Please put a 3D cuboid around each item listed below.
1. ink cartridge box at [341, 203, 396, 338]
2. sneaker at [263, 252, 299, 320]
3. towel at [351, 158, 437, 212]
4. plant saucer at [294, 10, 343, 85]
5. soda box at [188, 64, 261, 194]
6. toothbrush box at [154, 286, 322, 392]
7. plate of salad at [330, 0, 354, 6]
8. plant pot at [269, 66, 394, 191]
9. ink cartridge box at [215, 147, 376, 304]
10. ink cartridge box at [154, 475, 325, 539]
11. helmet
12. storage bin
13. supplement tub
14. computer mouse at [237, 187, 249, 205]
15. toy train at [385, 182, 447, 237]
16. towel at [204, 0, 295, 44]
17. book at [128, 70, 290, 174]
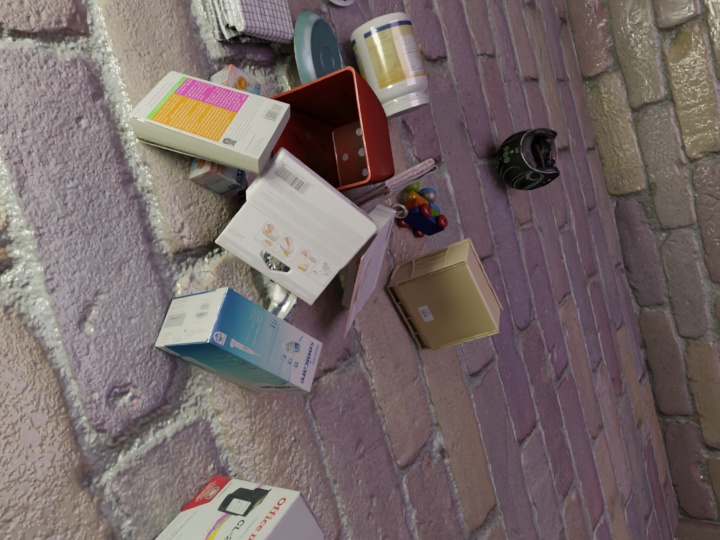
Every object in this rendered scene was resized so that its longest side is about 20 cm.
[{"bbox_3d":[0.000,0.000,1.036,0.176,0.044,0.201,-54,163,-49],"label":"ink cartridge box"},{"bbox_3d":[-0.137,0.006,0.964,0.085,0.077,0.202,24,76,-8],"label":"sneaker"},{"bbox_3d":[0.041,-0.154,1.108,0.200,0.190,0.032,-34,96,-47],"label":"towel"},{"bbox_3d":[-0.076,-0.420,1.104,0.200,0.027,0.202,-4,90,-68],"label":"plant saucer"},{"bbox_3d":[-0.224,-0.235,0.912,0.068,0.063,0.202,25,65,-44],"label":"soda box"},{"bbox_3d":[-0.179,0.113,0.827,0.200,0.146,0.086,38,56,-37],"label":"toothbrush box"},{"bbox_3d":[-0.062,-0.692,1.211,0.199,0.048,0.202,15,71,-48],"label":"plate of salad"},{"bbox_3d":[-0.039,-0.238,1.045,0.176,0.198,0.202,-5,86,-61],"label":"plant pot"},{"bbox_3d":[-0.102,-0.066,0.886,0.199,0.176,0.045,36,14,-26],"label":"ink cartridge box"},{"bbox_3d":[-0.169,0.369,0.742,0.146,0.199,0.083,-43,114,-45],"label":"ink cartridge box"},{"bbox_3d":[0.524,-0.344,1.716,0.198,0.191,0.202,2,81,-13],"label":"helmet"},{"bbox_3d":[0.192,0.063,1.239,0.201,0.197,0.094,60,27,-22],"label":"storage bin"},{"bbox_3d":[0.071,-0.457,1.242,0.144,0.144,0.202,-29,104,-48],"label":"supplement tub"},{"bbox_3d":[-0.105,-0.115,0.971,0.200,0.140,0.046,34,49,-40],"label":"computer mouse"},{"bbox_3d":[0.122,-0.167,1.296,0.199,0.084,0.117,25,53,-44],"label":"toy train"},{"bbox_3d":[-0.207,-0.505,0.974,0.165,0.085,0.202,-30,110,-56],"label":"towel"},{"bbox_3d":[-0.222,-0.231,0.829,0.048,0.198,0.134,102,7,-55],"label":"book"}]
